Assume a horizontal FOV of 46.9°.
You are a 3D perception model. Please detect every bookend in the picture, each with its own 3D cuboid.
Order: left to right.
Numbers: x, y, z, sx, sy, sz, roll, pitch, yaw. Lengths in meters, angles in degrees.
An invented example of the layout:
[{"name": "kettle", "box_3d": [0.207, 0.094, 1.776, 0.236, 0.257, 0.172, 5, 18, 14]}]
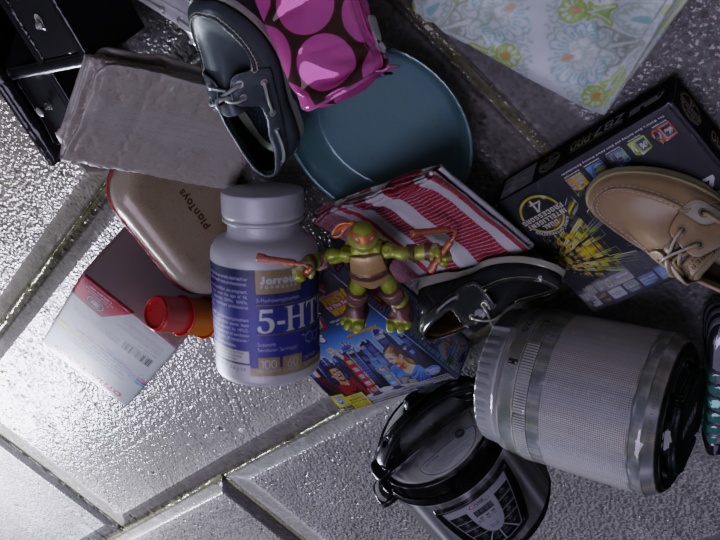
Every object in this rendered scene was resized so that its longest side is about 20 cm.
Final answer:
[{"name": "bookend", "box_3d": [-0.295, -0.216, 0.848, 0.197, 0.092, 0.201, 6, 134, 42]}]

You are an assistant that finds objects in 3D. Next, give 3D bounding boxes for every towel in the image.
[{"name": "towel", "box_3d": [-0.192, -0.147, 0.831, 0.198, 0.035, 0.133, 8, 136, -34]}, {"name": "towel", "box_3d": [0.059, -0.039, 0.849, 0.143, 0.023, 0.199, 34, 153, -27]}, {"name": "towel", "box_3d": [0.155, -0.233, 0.658, 0.198, 0.048, 0.172, 29, 136, 1]}]

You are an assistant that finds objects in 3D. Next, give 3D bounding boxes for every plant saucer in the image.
[{"name": "plant saucer", "box_3d": [0.020, -0.140, 0.823, 0.197, 0.036, 0.202, 15, 135, 15]}]

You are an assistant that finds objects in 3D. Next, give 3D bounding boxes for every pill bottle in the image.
[{"name": "pill bottle", "box_3d": [-0.104, 0.012, 0.905, 0.118, 0.120, 0.203, 6, 107, 23]}]

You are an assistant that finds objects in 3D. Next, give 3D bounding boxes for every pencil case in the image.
[{"name": "pencil case", "box_3d": [-0.043, -0.243, 0.698, 0.093, 0.091, 0.202, -13, 107, 41]}]

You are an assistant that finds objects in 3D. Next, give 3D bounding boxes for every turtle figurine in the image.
[{"name": "turtle figurine", "box_3d": [0.000, 0.000, 0.853, 0.197, 0.065, 0.162, -9, 141, 1]}]

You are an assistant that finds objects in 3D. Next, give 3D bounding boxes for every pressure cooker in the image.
[{"name": "pressure cooker", "box_3d": [0.115, 0.229, 0.999, 0.177, 0.177, 0.201, -11, 127, 39]}]

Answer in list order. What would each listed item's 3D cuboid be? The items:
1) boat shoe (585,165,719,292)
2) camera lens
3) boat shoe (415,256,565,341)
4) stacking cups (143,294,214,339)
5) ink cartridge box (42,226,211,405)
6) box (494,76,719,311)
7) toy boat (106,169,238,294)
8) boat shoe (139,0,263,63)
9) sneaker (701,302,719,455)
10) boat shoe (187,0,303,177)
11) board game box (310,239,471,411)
[{"name": "boat shoe", "box_3d": [0.283, -0.026, 0.697, 0.198, 0.065, 0.072, 22, 137, 5]}, {"name": "camera lens", "box_3d": [0.236, 0.128, 0.848, 0.198, 0.160, 0.161, 11, 135, 34]}, {"name": "boat shoe", "box_3d": [0.131, 0.032, 0.860, 0.071, 0.069, 0.199, 22, 156, -31]}, {"name": "stacking cups", "box_3d": [-0.170, 0.061, 0.997, 0.060, 0.199, 0.061, -3, 84, 32]}, {"name": "ink cartridge box", "box_3d": [-0.294, 0.051, 1.082, 0.145, 0.145, 0.200, 39, 136, -10]}, {"name": "box", "box_3d": [0.249, -0.061, 0.765, 0.161, 0.049, 0.199, 42, 136, -18]}, {"name": "toy boat", "box_3d": [-0.209, -0.068, 0.969, 0.201, 0.130, 0.130, 56, 161, -24]}, {"name": "boat shoe", "box_3d": [-0.141, -0.237, 0.792, 0.200, 0.075, 0.087, 30, 136, 4]}, {"name": "sneaker", "box_3d": [0.392, 0.118, 0.839, 0.086, 0.075, 0.202, -2, 131, 16]}, {"name": "boat shoe", "box_3d": [-0.105, -0.163, 0.755, 0.072, 0.062, 0.201, 9, 152, 22]}, {"name": "board game box", "box_3d": [-0.005, 0.065, 1.004, 0.199, 0.062, 0.200, -23, 115, 40]}]
